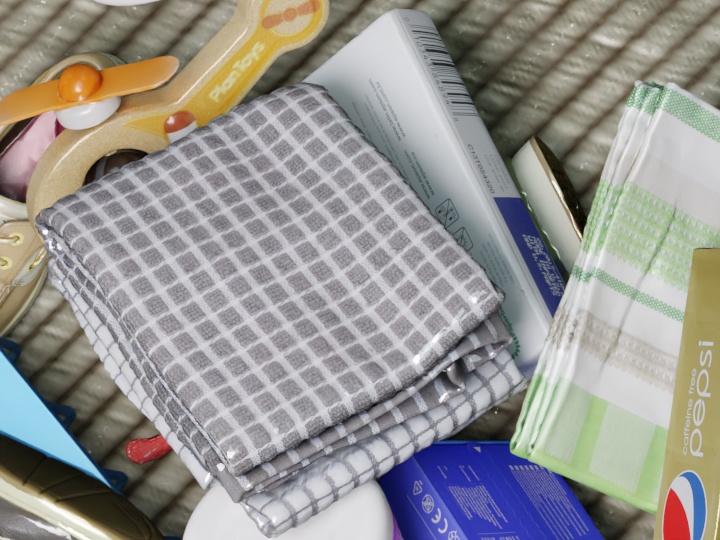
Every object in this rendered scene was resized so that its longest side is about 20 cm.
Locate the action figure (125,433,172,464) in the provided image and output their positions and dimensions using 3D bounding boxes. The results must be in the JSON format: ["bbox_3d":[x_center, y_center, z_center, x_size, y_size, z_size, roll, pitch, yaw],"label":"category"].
[{"bbox_3d":[-0.055,0.060,1.339,0.199,0.099,0.066,-12,84,34],"label":"action figure"}]

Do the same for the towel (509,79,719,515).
[{"bbox_3d":[0.169,0.023,1.297,0.149,0.031,0.201,23,79,-18],"label":"towel"}]

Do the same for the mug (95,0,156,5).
[{"bbox_3d":[-0.098,-0.215,1.376,0.175,0.148,0.201,-12,47,16],"label":"mug"}]

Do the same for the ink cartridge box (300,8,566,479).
[{"bbox_3d":[0.000,0.000,1.378,0.200,0.043,0.197,-37,70,34],"label":"ink cartridge box"}]

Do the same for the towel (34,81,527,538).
[{"bbox_3d":[-0.039,0.011,1.264,0.165,0.086,0.200,-28,55,-21],"label":"towel"}]

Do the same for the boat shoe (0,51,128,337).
[{"bbox_3d":[-0.191,-0.036,1.425,0.074,0.066,0.200,31,89,10],"label":"boat shoe"}]

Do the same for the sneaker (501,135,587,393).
[{"bbox_3d":[0.095,0.038,1.382,0.090,0.067,0.201,-25,81,13],"label":"sneaker"}]

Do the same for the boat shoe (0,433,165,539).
[{"bbox_3d":[-0.191,0.113,1.288,0.200,0.072,0.066,25,97,11],"label":"boat shoe"}]

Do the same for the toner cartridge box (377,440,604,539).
[{"bbox_3d":[0.092,0.167,1.306,0.043,0.095,0.200,-59,46,29],"label":"toner cartridge box"}]

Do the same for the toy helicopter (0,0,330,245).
[{"bbox_3d":[-0.097,-0.085,1.356,0.132,0.079,0.200,36,103,-31],"label":"toy helicopter"}]

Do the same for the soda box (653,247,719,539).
[{"bbox_3d":[0.187,0.091,1.259,0.067,0.064,0.201,9,86,-20],"label":"soda box"}]

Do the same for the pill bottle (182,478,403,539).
[{"bbox_3d":[-0.012,0.187,1.308,0.104,0.200,0.104,-10,44,10],"label":"pill bottle"}]

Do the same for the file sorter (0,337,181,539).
[{"bbox_3d":[-0.177,0.146,1.375,0.139,0.123,0.200,-41,80,2],"label":"file sorter"}]
